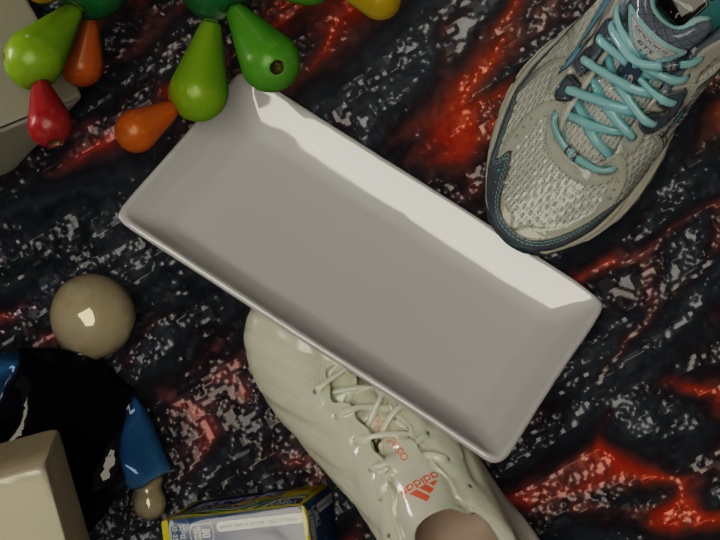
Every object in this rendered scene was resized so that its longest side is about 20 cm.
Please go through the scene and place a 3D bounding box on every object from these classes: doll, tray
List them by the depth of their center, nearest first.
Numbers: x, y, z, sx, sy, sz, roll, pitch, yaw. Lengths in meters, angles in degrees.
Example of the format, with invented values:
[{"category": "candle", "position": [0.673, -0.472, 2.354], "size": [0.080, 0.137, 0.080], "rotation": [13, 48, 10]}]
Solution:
[{"category": "tray", "position": [0.000, 0.000, 0.970], "size": [0.200, 0.022, 0.107], "rotation": [33, 54, 7]}, {"category": "doll", "position": [-0.157, 0.094, 1.004], "size": [0.136, 0.048, 0.201], "rotation": [24, 94, -10]}]

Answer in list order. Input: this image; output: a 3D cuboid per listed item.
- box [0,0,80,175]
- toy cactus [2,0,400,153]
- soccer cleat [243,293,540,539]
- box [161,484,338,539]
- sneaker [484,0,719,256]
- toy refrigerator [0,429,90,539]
[{"category": "box", "position": [-0.213, -0.136, 0.981], "size": [0.082, 0.068, 0.200], "rotation": [-38, 81, 49]}, {"category": "toy cactus", "position": [-0.078, -0.146, 0.956], "size": [0.199, 0.102, 0.165], "rotation": [-28, 65, -7]}, {"category": "soccer cleat", "position": [0.020, 0.086, 0.963], "size": [0.069, 0.078, 0.200], "rotation": [-40, 85, 9]}, {"category": "box", "position": [-0.038, 0.202, 0.984], "size": [0.070, 0.064, 0.201], "rotation": [-7, 92, 10]}, {"category": "sneaker", "position": [0.117, -0.094, 0.935], "size": [0.078, 0.086, 0.200], "rotation": [37, 97, 7]}, {"category": "toy refrigerator", "position": [-0.220, 0.134, 0.943], "size": [0.199, 0.076, 0.070], "rotation": [-15, 99, -2]}]
